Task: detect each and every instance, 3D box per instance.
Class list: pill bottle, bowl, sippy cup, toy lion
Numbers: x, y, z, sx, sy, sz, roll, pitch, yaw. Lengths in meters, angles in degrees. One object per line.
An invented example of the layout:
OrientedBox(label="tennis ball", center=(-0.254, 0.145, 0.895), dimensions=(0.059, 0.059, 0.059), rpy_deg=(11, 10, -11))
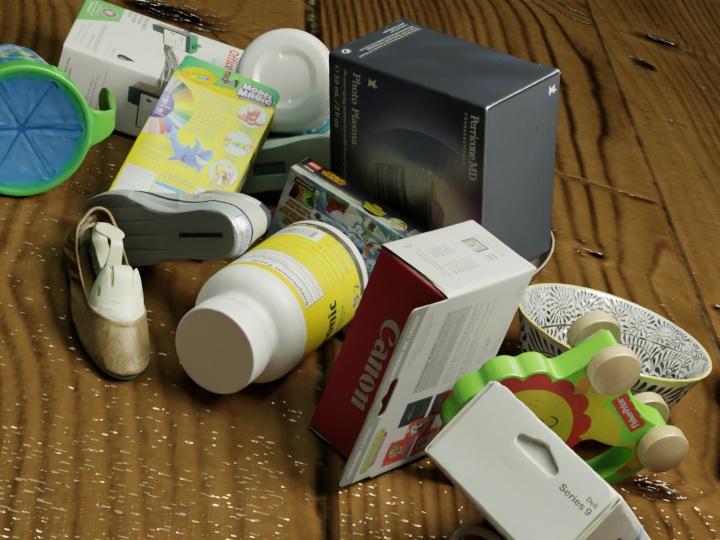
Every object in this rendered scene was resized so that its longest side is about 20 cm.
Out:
OrientedBox(label="pill bottle", center=(-0.073, -0.194, 1.771), dimensions=(0.110, 0.111, 0.200), rpy_deg=(26, -3, 6))
OrientedBox(label="bowl", center=(0.235, 0.098, 1.572), dimensions=(0.200, 0.095, 0.201), rpy_deg=(15, 20, -6))
OrientedBox(label="sippy cup", center=(-0.344, -0.161, 1.583), dimensions=(0.178, 0.140, 0.130), rpy_deg=(34, 10, -32))
OrientedBox(label="toy lion", center=(0.172, 0.139, 1.427), dimensions=(0.200, 0.191, 0.069), rpy_deg=(52, 10, -39))
OrientedBox(label="pill bottle", center=(-0.082, 0.035, 1.454), dimensions=(0.111, 0.112, 0.200), rpy_deg=(31, 31, 14))

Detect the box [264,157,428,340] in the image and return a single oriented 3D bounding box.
OrientedBox(label="box", center=(0.000, 0.000, 1.541), dimensions=(0.200, 0.137, 0.040), rpy_deg=(33, 32, 16))

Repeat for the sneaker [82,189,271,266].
OrientedBox(label="sneaker", center=(-0.173, -0.042, 1.510), dimensions=(0.199, 0.073, 0.071), rpy_deg=(8, 18, 32))

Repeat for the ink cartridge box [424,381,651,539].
OrientedBox(label="ink cartridge box", center=(0.151, 0.191, 1.289), dimensions=(0.145, 0.088, 0.200), rpy_deg=(43, -6, 30))

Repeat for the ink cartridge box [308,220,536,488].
OrientedBox(label="ink cartridge box", center=(0.040, 0.072, 1.386), dimensions=(0.084, 0.201, 0.175), rpy_deg=(38, 32, 28))

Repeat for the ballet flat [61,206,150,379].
OrientedBox(label="ballet flat", center=(-0.226, 0.010, 1.436), dimensions=(0.068, 0.073, 0.200), rpy_deg=(8, 34, -24))

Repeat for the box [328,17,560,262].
OrientedBox(label="box", center=(0.078, -0.115, 1.552), dimensions=(0.198, 0.201, 0.123), rpy_deg=(23, 38, 35))

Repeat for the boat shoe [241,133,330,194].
OrientedBox(label="boat shoe", center=(-0.070, -0.118, 1.700), dimensions=(0.200, 0.070, 0.072), rpy_deg=(-1, 21, 9))

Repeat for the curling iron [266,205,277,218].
OrientedBox(label="curling iron", center=(-0.107, -0.058, 1.675), dimensions=(0.200, 0.026, 0.049), rpy_deg=(-16, 27, -41))

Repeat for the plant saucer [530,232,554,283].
OrientedBox(label="plant saucer", center=(0.103, -0.009, 1.664), dimensions=(0.199, 0.032, 0.200), rpy_deg=(-7, 30, 4))

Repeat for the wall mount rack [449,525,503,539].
OrientedBox(label="wall mount rack", center=(0.053, 0.272, 1.215), dimensions=(0.173, 0.075, 0.200), rpy_deg=(24, 30, -5))

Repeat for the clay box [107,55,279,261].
OrientedBox(label="clay box", center=(-0.167, -0.118, 1.617), dimensions=(0.115, 0.048, 0.200), rpy_deg=(23, 58, 2))

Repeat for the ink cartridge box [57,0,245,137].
OrientedBox(label="ink cartridge box", center=(-0.231, -0.212, 1.774), dimensions=(0.199, 0.085, 0.146), rpy_deg=(17, 31, -9))
